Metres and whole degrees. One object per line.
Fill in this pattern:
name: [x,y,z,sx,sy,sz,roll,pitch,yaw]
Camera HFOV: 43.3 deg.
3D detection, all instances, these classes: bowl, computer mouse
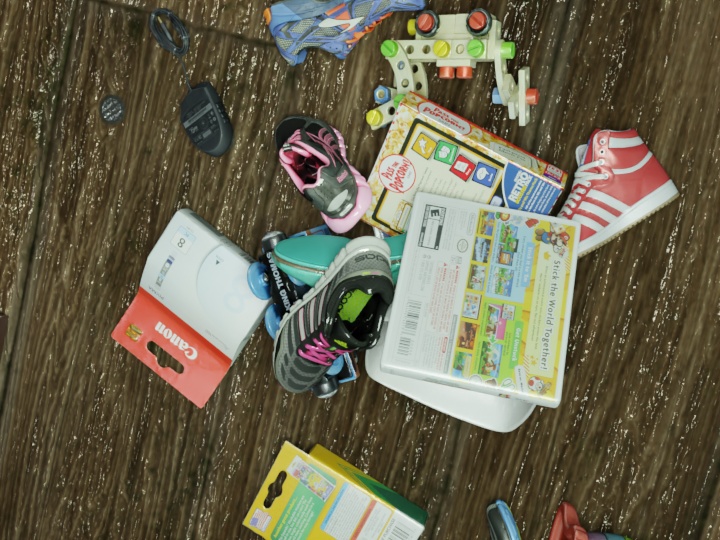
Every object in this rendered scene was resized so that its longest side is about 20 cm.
bowl: [0.110,0.093,1.020,0.197,0.201,0.076,23,64,7]
computer mouse: [-0.209,-0.235,1.125,0.058,0.034,0.203,-25,85,29]

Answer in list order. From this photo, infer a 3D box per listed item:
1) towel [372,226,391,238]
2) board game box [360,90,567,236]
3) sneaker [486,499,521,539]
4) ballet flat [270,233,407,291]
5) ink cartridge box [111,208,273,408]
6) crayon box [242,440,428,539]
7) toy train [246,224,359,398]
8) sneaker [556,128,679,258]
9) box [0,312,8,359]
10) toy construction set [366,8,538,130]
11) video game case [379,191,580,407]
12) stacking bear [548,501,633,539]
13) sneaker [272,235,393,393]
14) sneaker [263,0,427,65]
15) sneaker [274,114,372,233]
towel: [0.112,-0.044,1.077,0.196,0.024,0.150,-10,94,12]
board game box: [0.108,-0.084,1.012,0.198,0.046,0.153,29,122,4]
sneaker: [0.153,0.376,1.083,0.081,0.071,0.204,5,99,5]
ballet flat: [0.000,0.000,1.004,0.196,0.068,0.071,-4,128,-4]
ink cartridge box: [-0.213,0.051,1.140,0.159,0.047,0.202,36,99,6]
crayon box: [-0.031,0.308,1.124,0.198,0.052,0.127,30,100,7]
toy train: [-0.058,0.046,1.073,0.086,0.114,0.203,-19,93,31]
sneaker: [0.246,-0.081,1.007,0.198,0.071,0.114,-31,89,-10]
box: [-0.544,0.147,1.205,0.098,0.075,0.204,14,96,10]
toy construction set: [0.104,-0.223,1.026,0.196,0.092,0.134,4,96,11]
video game case: [0.125,0.025,0.927,0.178,0.023,0.203,11,65,6]
stacking bear: [0.316,0.361,1.034,0.196,0.121,0.116,17,96,2]
sneaker: [-0.028,0.062,0.943,0.073,0.088,0.201,26,113,-27]
sneaker: [-0.014,-0.292,1.063,0.196,0.075,0.080,-8,103,20]
sneaker: [-0.061,-0.129,1.030,0.079,0.095,0.201,-49,43,12]
